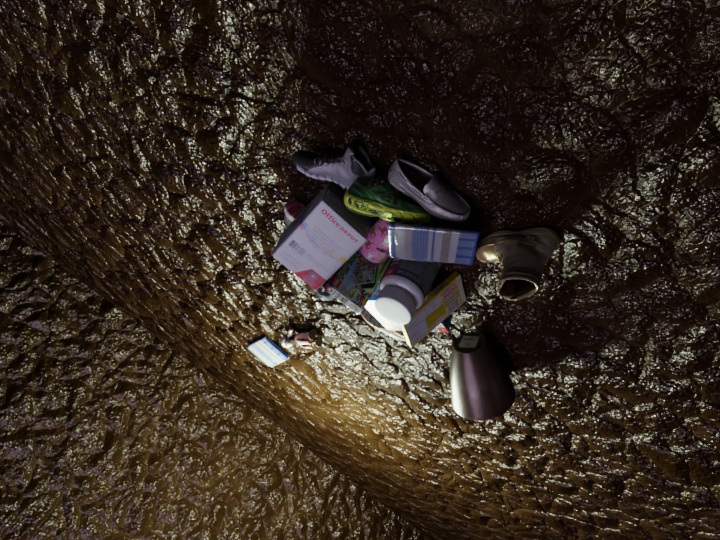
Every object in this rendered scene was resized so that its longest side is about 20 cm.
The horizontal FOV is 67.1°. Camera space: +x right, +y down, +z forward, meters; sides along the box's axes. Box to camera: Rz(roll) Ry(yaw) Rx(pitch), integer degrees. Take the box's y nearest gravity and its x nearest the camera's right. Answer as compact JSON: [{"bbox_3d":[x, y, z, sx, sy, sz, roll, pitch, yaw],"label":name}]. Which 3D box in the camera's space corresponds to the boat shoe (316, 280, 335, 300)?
[{"bbox_3d":[-0.028,0.010,1.429,0.071,0.199,0.064,46,151,21],"label":"boat shoe"}]

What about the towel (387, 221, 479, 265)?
[{"bbox_3d":[0.157,-0.060,1.204,0.197,0.024,0.147,6,155,9],"label":"towel"}]

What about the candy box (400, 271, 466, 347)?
[{"bbox_3d":[0.185,0.099,1.371,0.026,0.199,0.103,35,157,45],"label":"candy box"}]

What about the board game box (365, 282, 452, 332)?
[{"bbox_3d":[0.125,0.102,1.483,0.194,0.056,0.200,-2,149,31],"label":"board game box"}]

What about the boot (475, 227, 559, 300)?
[{"bbox_3d":[0.310,-0.010,1.156,0.199,0.156,0.073,-6,134,46],"label":"boot"}]

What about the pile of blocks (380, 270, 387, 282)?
[{"bbox_3d":[0.047,0.029,1.509,0.198,0.062,0.083,9,141,32],"label":"pile of blocks"}]

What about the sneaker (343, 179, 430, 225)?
[{"bbox_3d":[0.065,-0.152,1.193,0.198,0.085,0.074,17,162,-3],"label":"sneaker"}]

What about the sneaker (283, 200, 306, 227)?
[{"bbox_3d":[-0.131,-0.105,1.474,0.199,0.074,0.087,37,150,-4],"label":"sneaker"}]

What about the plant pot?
[{"bbox_3d":[0.326,0.281,1.529,0.185,0.187,0.202,2,123,37],"label":"plant pot"}]

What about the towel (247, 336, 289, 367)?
[{"bbox_3d":[-0.395,0.349,2.326,0.147,0.024,0.199,43,144,-12],"label":"towel"}]

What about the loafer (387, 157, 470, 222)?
[{"bbox_3d":[0.149,-0.172,1.158,0.198,0.070,0.070,30,156,5],"label":"loafer"}]

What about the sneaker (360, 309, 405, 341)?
[{"bbox_3d":[0.084,0.162,1.645,0.198,0.079,0.077,30,161,10],"label":"sneaker"}]

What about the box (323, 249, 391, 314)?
[{"bbox_3d":[0.000,0.000,1.382,0.110,0.201,0.035,36,147,-8],"label":"box"}]

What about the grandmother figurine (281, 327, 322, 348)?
[{"bbox_3d":[-0.233,0.260,2.046,0.199,0.061,0.122,-16,116,46],"label":"grandmother figurine"}]

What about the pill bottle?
[{"bbox_3d":[0.116,0.022,1.316,0.113,0.201,0.115,21,146,15],"label":"pill bottle"}]

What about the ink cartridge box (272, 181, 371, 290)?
[{"bbox_3d":[-0.090,-0.088,1.328,0.145,0.145,0.200,41,117,-15],"label":"ink cartridge box"}]

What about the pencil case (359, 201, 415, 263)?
[{"bbox_3d":[0.071,-0.091,1.316,0.083,0.086,0.200,55,148,7],"label":"pencil case"}]

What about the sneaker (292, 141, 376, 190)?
[{"bbox_3d":[-0.053,-0.254,1.225,0.198,0.076,0.116,21,142,-2],"label":"sneaker"}]
